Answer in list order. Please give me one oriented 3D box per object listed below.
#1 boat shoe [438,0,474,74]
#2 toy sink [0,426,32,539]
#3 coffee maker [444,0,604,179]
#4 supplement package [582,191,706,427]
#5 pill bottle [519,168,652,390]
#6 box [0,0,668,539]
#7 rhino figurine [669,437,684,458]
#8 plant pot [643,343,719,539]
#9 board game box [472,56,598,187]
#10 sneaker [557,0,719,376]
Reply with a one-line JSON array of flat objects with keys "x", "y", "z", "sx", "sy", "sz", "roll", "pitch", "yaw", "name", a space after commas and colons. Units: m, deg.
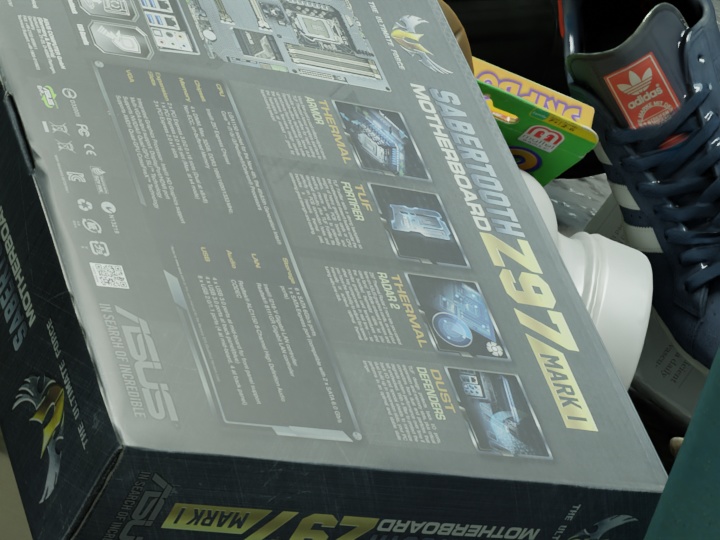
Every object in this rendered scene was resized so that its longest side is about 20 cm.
[{"x": -0.001, "y": 0.007, "z": 0.885, "sx": 0.073, "sy": 0.201, "sz": 0.063, "roll": 14, "pitch": -14, "yaw": -39, "name": "boat shoe"}, {"x": -0.110, "y": 0.032, "z": 0.703, "sx": 0.199, "sy": 0.112, "sz": 0.131, "roll": 20, "pitch": 38, "yaw": -10, "name": "toy sink"}, {"x": 0.054, "y": -0.101, "z": 1.244, "sx": 0.192, "sy": 0.136, "sz": 0.199, "roll": 19, "pitch": 20, "yaw": 41, "name": "coffee maker"}, {"x": 0.191, "y": 0.035, "z": 1.052, "sx": 0.200, "sy": 0.117, "sz": 0.117, "roll": 37, "pitch": -1, "yaw": 34, "name": "supplement package"}, {"x": 0.000, "y": 0.000, "z": 0.972, "sx": 0.199, "sy": 0.113, "sz": 0.113, "roll": 20, "pitch": 19, "yaw": -11, "name": "pill bottle"}, {"x": -0.026, "y": -0.009, "z": 0.678, "sx": 0.157, "sy": 0.051, "sz": 0.201, "roll": 6, "pitch": 44, "yaw": -32, "name": "box"}, {"x": 0.065, "y": 0.090, "z": 0.860, "sx": 0.199, "sy": 0.088, "sz": 0.060, "roll": 11, "pitch": -6, "yaw": -30, "name": "rhino figurine"}, {"x": 0.132, "y": 0.122, "z": 0.664, "sx": 0.141, "sy": 0.201, "sz": 0.141, "roll": 30, "pitch": 19, "yaw": 20, "name": "plant pot"}, {"x": 0.013, "y": -0.043, "z": 1.041, "sx": 0.095, "sy": 0.030, "sz": 0.200, "roll": 21, "pitch": -21, "yaw": -15, "name": "board game box"}, {"x": 0.118, "y": -0.047, "z": 1.000, "sx": 0.085, "sy": 0.075, "sz": 0.201, "roll": 46, "pitch": 19, "yaw": -57, "name": "sneaker"}]
